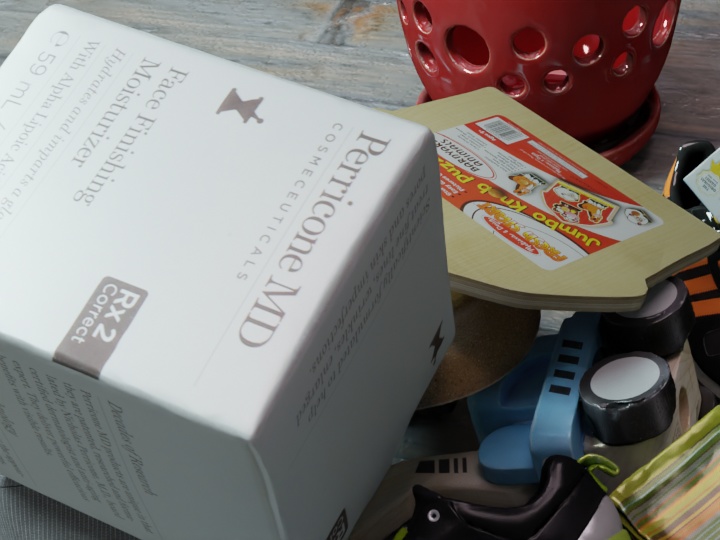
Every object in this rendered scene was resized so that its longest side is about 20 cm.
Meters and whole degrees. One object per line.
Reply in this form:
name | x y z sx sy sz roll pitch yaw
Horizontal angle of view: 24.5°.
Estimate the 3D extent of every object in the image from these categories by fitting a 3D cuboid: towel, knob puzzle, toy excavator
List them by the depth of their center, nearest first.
towel | 0.209 0.142 0.754 0.086 0.018 0.200 -39 53 -15
toy excavator | 0.077 0.102 0.874 0.198 0.100 0.195 -7 33 25
knob puzzle | 0.068 -0.027 0.881 0.218 0.031 0.220 12 32 -7

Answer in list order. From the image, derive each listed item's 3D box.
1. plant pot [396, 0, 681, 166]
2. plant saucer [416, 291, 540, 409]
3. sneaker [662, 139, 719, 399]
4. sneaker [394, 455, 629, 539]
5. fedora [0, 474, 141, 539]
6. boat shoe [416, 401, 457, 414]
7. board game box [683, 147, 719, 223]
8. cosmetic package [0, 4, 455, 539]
plant pot | 0.125 -0.171 1.152 0.198 0.184 0.201 -5 35 4
plant saucer | 0.000 0.000 0.894 0.198 0.036 0.201 2 34 -2
sneaker | 0.218 0.000 0.976 0.069 0.091 0.201 -10 35 -4
sneaker | 0.031 0.143 0.768 0.199 0.083 0.072 -22 -8 -5
fedora | -0.127 0.104 0.860 0.199 0.091 0.177 -27 28 -17
boat shoe | -0.037 0.056 0.977 0.198 0.058 0.067 0 19 17
board game box | 0.286 -0.047 0.989 0.135 0.034 0.200 50 43 5
cosmetic package | -0.081 0.016 0.741 0.199 0.166 0.166 19 60 20
